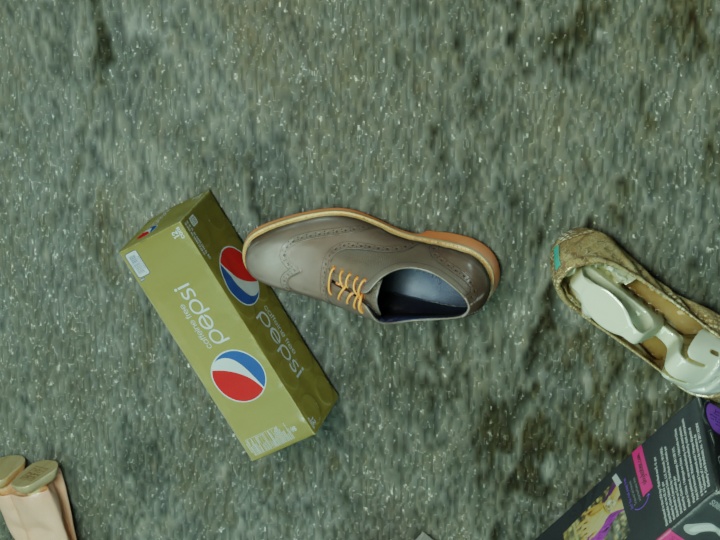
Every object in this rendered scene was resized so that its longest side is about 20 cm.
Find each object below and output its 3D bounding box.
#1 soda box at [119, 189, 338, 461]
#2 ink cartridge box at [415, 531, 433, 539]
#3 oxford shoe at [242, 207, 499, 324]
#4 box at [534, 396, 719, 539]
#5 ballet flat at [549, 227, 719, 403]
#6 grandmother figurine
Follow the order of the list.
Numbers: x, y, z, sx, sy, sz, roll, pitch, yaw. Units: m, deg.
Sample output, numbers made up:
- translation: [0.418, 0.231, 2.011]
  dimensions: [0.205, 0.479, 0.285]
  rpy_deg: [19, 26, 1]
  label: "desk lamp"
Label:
- translation: [-0.100, 0.044, 1.673]
  dimensions: [0.064, 0.068, 0.200]
  rpy_deg: [-25, 104, 26]
  label: "soda box"
- translation: [0.056, 0.296, 1.741]
  dimensions: [0.200, 0.068, 0.117]
  rpy_deg: [39, 120, -4]
  label: "ink cartridge box"
- translation: [0.000, 0.000, 1.616]
  dimensions: [0.200, 0.073, 0.071]
  rpy_deg: [4, 115, 16]
  label: "oxford shoe"
- translation: [0.234, 0.211, 1.602]
  dimensions: [0.122, 0.106, 0.200]
  rpy_deg: [30, 123, -22]
  label: "box"
- translation: [0.218, 0.047, 1.571]
  dimensions: [0.200, 0.065, 0.071]
  rpy_deg: [34, 121, 1]
  label: "ballet flat"
- translation: [-0.256, 0.256, 1.835]
  dimensions: [0.121, 0.061, 0.200]
  rpy_deg: [10, 124, 45]
  label: "grandmother figurine"
